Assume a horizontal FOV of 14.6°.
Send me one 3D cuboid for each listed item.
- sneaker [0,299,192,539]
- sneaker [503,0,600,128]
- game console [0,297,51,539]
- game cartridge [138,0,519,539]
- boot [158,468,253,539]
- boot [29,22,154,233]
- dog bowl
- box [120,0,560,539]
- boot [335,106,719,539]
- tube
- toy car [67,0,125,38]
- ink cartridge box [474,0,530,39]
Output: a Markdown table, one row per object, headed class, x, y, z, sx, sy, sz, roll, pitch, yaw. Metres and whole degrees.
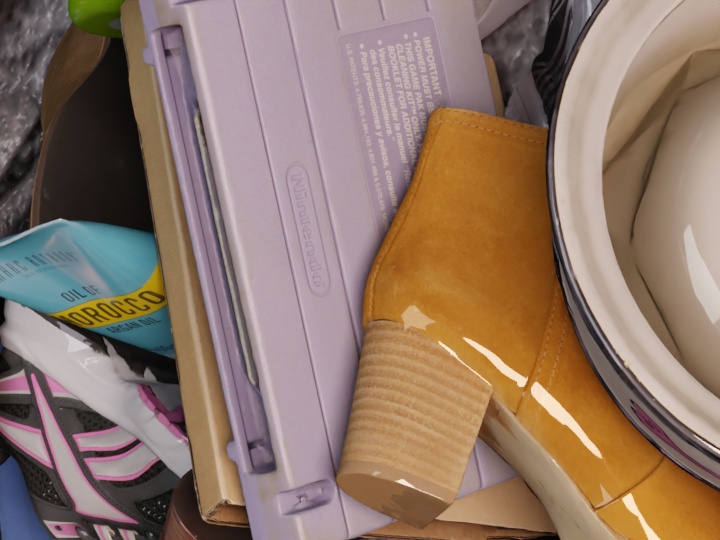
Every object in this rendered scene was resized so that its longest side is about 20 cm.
| class | x | y | z | sx | sy | sz | roll | pitch | yaw |
| --- | --- | --- | --- | --- | --- | --- | --- | --- | --- |
| sneaker | -0.080 | 0.081 | 1.094 | 0.200 | 0.080 | 0.087 | 36 | 110 | 47 |
| sneaker | 0.115 | -0.100 | 0.988 | 0.114 | 0.075 | 0.201 | 2 | 84 | 42 |
| game console | -0.094 | 0.063 | 1.162 | 0.176 | 0.031 | 0.201 | -28 | 60 | 35 |
| game cartridge | -0.002 | -0.018 | 0.929 | 0.038 | 0.129 | 0.201 | -8 | 95 | 44 |
| boot | -0.020 | 0.187 | 1.000 | 0.187 | 0.064 | 0.201 | 50 | 145 | 27 |
| boot | -0.104 | -0.053 | 1.163 | 0.075 | 0.073 | 0.201 | -38 | 31 | 42 |
| dog bowl | 0.149 | -0.012 | 0.862 | 0.074 | 0.199 | 0.201 | 107 | 160 | -68 |
| box | 0.000 | 0.000 | 1.002 | 0.021 | 0.163 | 0.201 | -40 | 53 | 44 |
| boot | 0.095 | 0.037 | 0.913 | 0.071 | 0.200 | 0.145 | -36 | 31 | 64 |
| tube | -0.060 | 0.011 | 1.027 | 0.077 | 0.199 | 0.051 | -21 | 63 | 38 |
| toy car | -0.023 | -0.184 | 1.011 | 0.199 | 0.158 | 0.165 | -4 | 80 | 12 |
| ink cartridge box | -0.001 | -0.186 | 1.112 | 0.146 | 0.086 | 0.201 | -36 | 55 | 29 |
